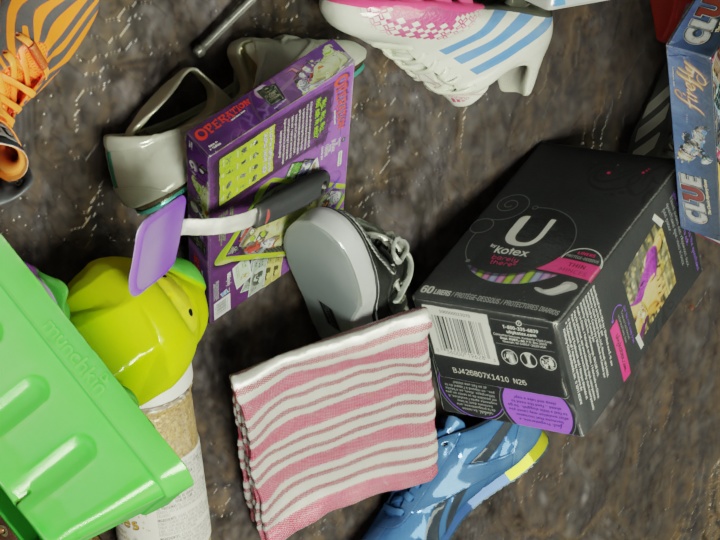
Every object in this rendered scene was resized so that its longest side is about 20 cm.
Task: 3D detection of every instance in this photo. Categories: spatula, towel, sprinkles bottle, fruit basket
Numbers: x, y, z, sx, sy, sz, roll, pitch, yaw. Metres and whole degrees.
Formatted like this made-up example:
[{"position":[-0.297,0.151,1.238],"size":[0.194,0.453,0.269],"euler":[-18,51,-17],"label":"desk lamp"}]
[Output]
[{"position":[-0.080,-0.031,1.510],"size":[0.200,0.021,0.057],"euler":[-22,133,-48],"label":"spatula"},{"position":[-0.013,0.110,1.681],"size":[0.146,0.030,0.200],"euler":[-21,145,-12],"label":"towel"},{"position":[-0.138,0.137,1.631],"size":[0.068,0.068,0.200],"euler":[-23,123,-29],"label":"sprinkles bottle"},{"position":[-0.165,0.053,1.477],"size":[0.215,0.156,0.216],"euler":[3,77,-13],"label":"fruit basket"}]

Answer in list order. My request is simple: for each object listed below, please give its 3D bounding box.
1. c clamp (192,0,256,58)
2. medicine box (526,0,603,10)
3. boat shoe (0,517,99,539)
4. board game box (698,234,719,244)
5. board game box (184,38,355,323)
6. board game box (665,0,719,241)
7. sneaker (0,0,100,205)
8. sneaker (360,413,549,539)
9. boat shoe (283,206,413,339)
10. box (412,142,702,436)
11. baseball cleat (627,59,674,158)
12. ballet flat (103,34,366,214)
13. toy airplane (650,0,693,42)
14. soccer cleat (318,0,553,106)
[{"position":[-0.081,-0.259,1.522],"size":[0.171,0.027,0.200],"euler":[-44,130,-17],"label":"c clamp"},{"position":[0.104,-0.283,1.544],"size":[0.103,0.200,0.182],"euler":[-13,118,-34],"label":"medicine box"},{"position":[-0.217,0.169,1.568],"size":[0.072,0.072,0.200],"euler":[-36,123,-7],"label":"boat shoe"},{"position":[0.331,-0.076,1.826],"size":[0.040,0.200,0.153],"euler":[-5,114,-38],"label":"board game box"},{"position":[-0.059,-0.055,1.576],"size":[0.120,0.032,0.200],"euler":[-31,154,-21],"label":"board game box"},{"position":[0.260,-0.133,1.678],"size":[0.136,0.035,0.200],"euler":[-56,153,-28],"label":"board game box"},{"position":[-0.210,-0.097,1.433],"size":[0.200,0.112,0.078],"euler":[-47,132,-12],"label":"sneaker"},{"position":[0.052,0.156,1.805],"size":[0.200,0.066,0.078],"euler":[-42,119,-17],"label":"sneaker"},{"position":[0.002,0.002,1.651],"size":[0.068,0.074,0.199],"euler":[-47,152,-16],"label":"boat shoe"},{"position":[0.144,0.009,1.726],"size":[0.200,0.122,0.106],"euler":[-49,136,-40],"label":"box"},{"position":[0.243,-0.115,1.803],"size":[0.070,0.106,0.200],"euler":[11,97,0],"label":"baseball cleat"},{"position":[-0.083,-0.112,1.571],"size":[0.200,0.069,0.070],"euler":[-35,128,-21],"label":"ballet flat"},{"position":[0.243,-0.282,1.697],"size":[0.200,0.141,0.199],"euler":[-41,112,1],"label":"toy airplane"},{"position":[0.054,-0.153,1.651],"size":[0.200,0.070,0.086],"euler":[-2,108,-39],"label":"soccer cleat"}]
